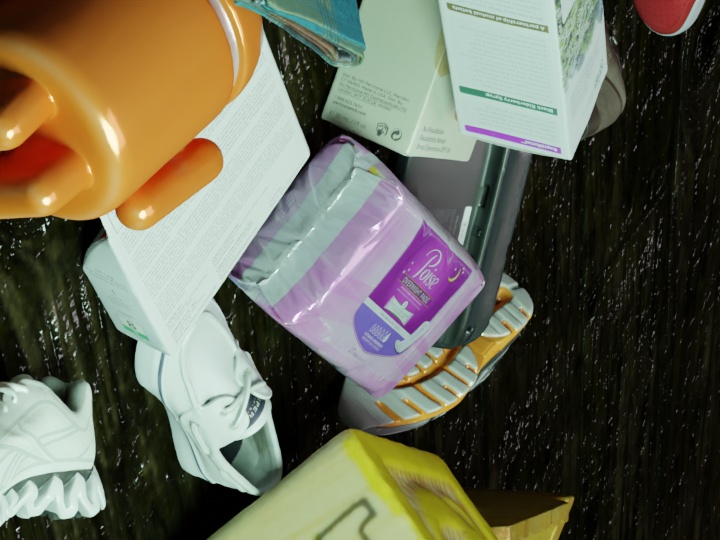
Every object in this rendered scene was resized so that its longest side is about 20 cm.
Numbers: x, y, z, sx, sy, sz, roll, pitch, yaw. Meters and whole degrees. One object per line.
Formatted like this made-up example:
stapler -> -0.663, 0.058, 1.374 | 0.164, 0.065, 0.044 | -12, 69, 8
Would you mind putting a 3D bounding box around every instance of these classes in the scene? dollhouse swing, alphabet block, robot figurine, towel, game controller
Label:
dollhouse swing -> 0.054, 0.267, 1.962 | 0.200, 0.181, 0.176 | -6, 97, -64
alphabet block -> -0.001, 0.246, 1.687 | 0.200, 0.197, 0.195 | -39, 161, 11
robot figurine -> -0.127, -0.105, 1.271 | 0.200, 0.144, 0.117 | -46, 172, -38
towel -> -0.046, -0.213, 1.323 | 0.147, 0.022, 0.200 | 22, 54, -67
game controller -> 0.061, -0.034, 1.795 | 0.104, 0.042, 0.200 | 4, 115, -20

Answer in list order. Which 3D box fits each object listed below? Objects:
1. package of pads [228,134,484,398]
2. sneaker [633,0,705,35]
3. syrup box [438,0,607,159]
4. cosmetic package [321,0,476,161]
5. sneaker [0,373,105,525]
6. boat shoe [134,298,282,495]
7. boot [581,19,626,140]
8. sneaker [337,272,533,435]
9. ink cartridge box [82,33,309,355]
package of pads -> 0.000, 0.000, 1.669 | 0.121, 0.076, 0.200 | -48, 154, 0
sneaker -> 0.219, -0.255, 1.920 | 0.112, 0.071, 0.200 | -44, 141, -49
syrup box -> 0.098, -0.162, 1.544 | 0.200, 0.081, 0.079 | 78, 32, -55
cosmetic package -> 0.056, -0.176, 1.647 | 0.105, 0.071, 0.200 | -3, 114, -64
sneaker -> -0.205, 0.097, 1.369 | 0.200, 0.075, 0.081 | -3, 101, -67
boat shoe -> -0.086, 0.076, 1.592 | 0.074, 0.065, 0.200 | -56, 155, -20
boot -> 0.133, -0.185, 1.800 | 0.146, 0.070, 0.200 | -67, 139, -60
sneaker -> 0.052, 0.074, 1.881 | 0.200, 0.078, 0.077 | -31, 161, -42
ink cartridge box -> -0.106, -0.068, 1.444 | 0.161, 0.050, 0.200 | -56, 151, -21
